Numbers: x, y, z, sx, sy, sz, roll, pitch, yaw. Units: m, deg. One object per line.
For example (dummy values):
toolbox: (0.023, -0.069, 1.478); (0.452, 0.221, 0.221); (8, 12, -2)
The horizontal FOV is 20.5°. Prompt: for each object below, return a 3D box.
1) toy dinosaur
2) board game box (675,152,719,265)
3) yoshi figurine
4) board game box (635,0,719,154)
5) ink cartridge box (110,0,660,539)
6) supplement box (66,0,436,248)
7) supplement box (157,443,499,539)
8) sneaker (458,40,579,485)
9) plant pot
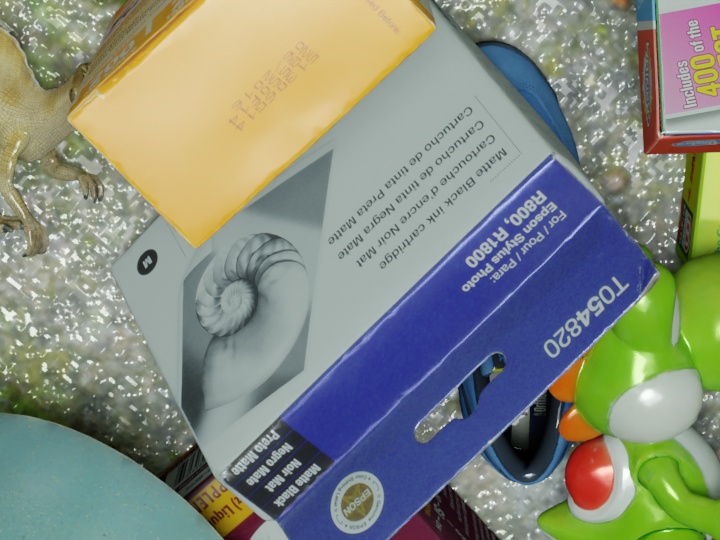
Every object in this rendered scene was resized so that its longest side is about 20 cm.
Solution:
toy dinosaur: (-0.180, -0.063, 0.898); (0.199, 0.058, 0.102); (6, 107, 24)
board game box: (0.249, -0.044, 0.899); (0.199, 0.048, 0.102); (4, 106, -1)
yoshi figurine: (0.150, 0.073, 0.884); (0.112, 0.112, 0.201); (15, 130, 33)
board game box: (0.218, -0.129, 0.849); (0.199, 0.040, 0.154); (-1, 82, -1)
ink cartridge box: (0.000, 0.000, 0.846); (0.200, 0.200, 0.041); (-45, 138, 11)
supplement box: (-0.043, -0.101, 0.807); (0.126, 0.200, 0.074); (-42, 104, 10)
supplement box: (0.003, 0.149, 0.934); (0.110, 0.086, 0.200); (-41, 101, 10)
sneaker: (0.071, -0.001, 0.898); (0.066, 0.078, 0.201); (-5, 104, 4)
plant pot: (-0.153, 0.182, 0.873); (0.199, 0.135, 0.201); (19, 135, 20)
